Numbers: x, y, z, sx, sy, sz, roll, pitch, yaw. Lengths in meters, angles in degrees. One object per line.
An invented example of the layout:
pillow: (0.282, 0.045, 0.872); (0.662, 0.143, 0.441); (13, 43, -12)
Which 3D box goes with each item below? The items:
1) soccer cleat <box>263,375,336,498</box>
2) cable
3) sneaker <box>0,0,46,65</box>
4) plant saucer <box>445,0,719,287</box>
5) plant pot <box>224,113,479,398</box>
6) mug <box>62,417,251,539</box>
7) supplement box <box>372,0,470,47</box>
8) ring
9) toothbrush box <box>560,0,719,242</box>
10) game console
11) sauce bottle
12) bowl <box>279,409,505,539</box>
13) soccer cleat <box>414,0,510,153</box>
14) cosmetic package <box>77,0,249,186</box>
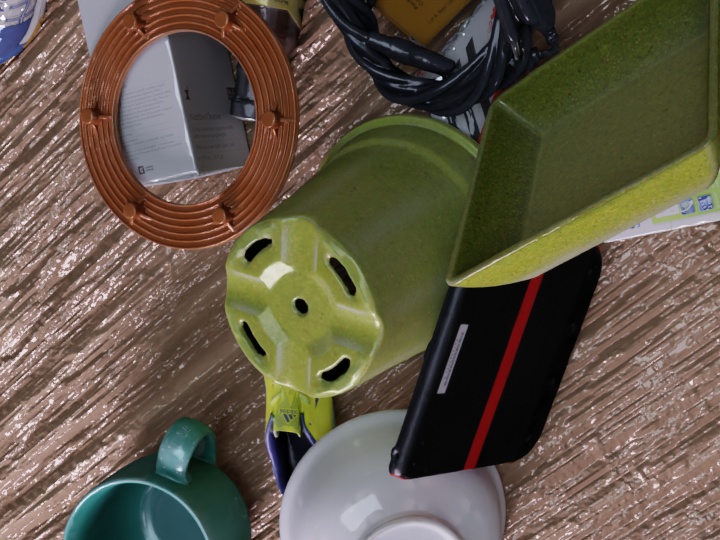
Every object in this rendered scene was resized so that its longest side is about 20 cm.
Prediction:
soccer cleat: (-0.057, 0.103, 0.874); (0.064, 0.084, 0.203); (-7, 96, 18)
cable: (0.045, -0.211, 0.730); (0.162, 0.051, 0.201); (-17, 118, 37)
sneaker: (-0.314, -0.262, 0.897); (0.075, 0.088, 0.200); (46, 109, 4)
plant saucer: (0.156, -0.085, 0.654); (0.048, 0.201, 0.199); (39, 134, -22)
plant pot: (0.000, 0.000, 0.762); (0.198, 0.184, 0.203); (12, 114, 27)
mug: (-0.163, 0.233, 0.911); (0.184, 0.114, 0.153); (-38, 86, 18)
supplement box: (0.090, -0.261, 0.747); (0.066, 0.069, 0.200); (36, 126, -20)
ring: (-0.138, -0.116, 0.774); (0.198, 0.019, 0.204); (3, 97, 24)
toothbrush box: (0.259, -0.113, 0.709); (0.198, 0.086, 0.148); (-11, 94, 42)
game console: (0.106, 0.061, 0.776); (0.031, 0.175, 0.203); (29, 107, 42)
sauce bottle: (-0.077, -0.227, 0.843); (0.064, 0.065, 0.203); (13, 103, 15)
bowl: (0.034, 0.224, 0.825); (0.198, 0.090, 0.204); (-2, 104, -8)
soccer cleat: (0.088, -0.166, 0.800); (0.084, 0.069, 0.203); (16, 107, 10)
cosmetic package: (-0.166, -0.176, 0.853); (0.080, 0.113, 0.203); (-8, 98, 19)
